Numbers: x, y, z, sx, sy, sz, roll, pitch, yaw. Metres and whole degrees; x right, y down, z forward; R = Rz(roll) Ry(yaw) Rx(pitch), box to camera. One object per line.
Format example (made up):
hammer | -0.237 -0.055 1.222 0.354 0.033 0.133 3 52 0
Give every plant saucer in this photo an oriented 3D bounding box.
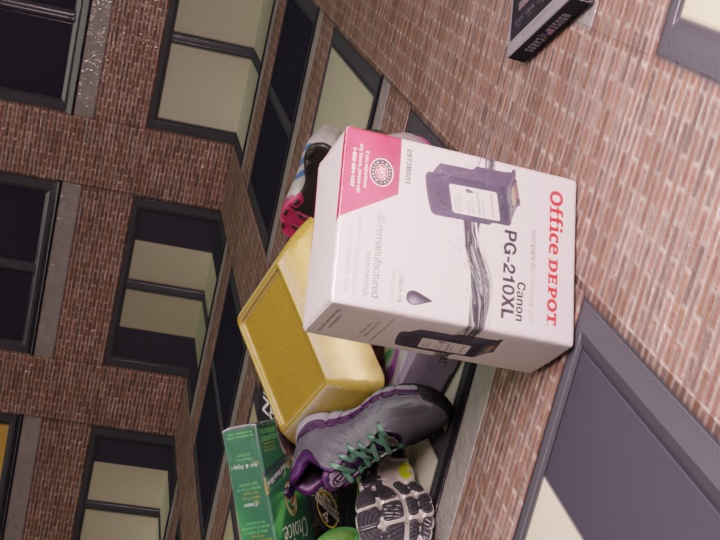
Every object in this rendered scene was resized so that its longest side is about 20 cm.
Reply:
plant saucer | -0.066 0.079 1.356 0.201 0.048 0.200 66 148 19

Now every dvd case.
dvd case | 0.173 -0.304 1.137 0.150 0.024 0.202 143 135 -72

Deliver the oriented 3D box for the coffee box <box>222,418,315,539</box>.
coffee box | -0.091 0.262 1.382 0.123 0.044 0.202 10 -111 -74

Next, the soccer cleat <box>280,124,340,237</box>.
soccer cleat | -0.070 -0.136 1.994 0.087 0.069 0.201 -71 4 -50

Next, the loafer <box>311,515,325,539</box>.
loafer | -0.075 0.305 1.550 0.072 0.063 0.200 -45 -13 -8

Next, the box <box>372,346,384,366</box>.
box | 0.000 0.007 1.493 0.100 0.094 0.202 152 126 -75

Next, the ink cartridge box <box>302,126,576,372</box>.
ink cartridge box | 0.065 -0.013 1.008 0.084 0.198 0.146 135 143 -63

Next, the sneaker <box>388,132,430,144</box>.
sneaker | 0.033 -0.108 1.348 0.089 0.081 0.200 -58 -14 5

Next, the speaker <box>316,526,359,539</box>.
speaker | -0.022 0.307 1.296 0.200 0.087 0.089 57 -139 -82

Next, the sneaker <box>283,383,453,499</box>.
sneaker | 0.008 0.176 1.259 0.199 0.074 0.088 -25 34 41

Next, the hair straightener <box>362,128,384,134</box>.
hair straightener | 0.009 -0.110 1.662 0.201 0.041 0.077 -94 19 -45

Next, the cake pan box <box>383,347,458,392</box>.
cake pan box | 0.072 0.014 1.289 0.201 0.052 0.185 113 160 -44

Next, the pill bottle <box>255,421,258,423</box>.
pill bottle | -0.091 0.235 1.682 0.200 0.115 0.117 133 145 -67

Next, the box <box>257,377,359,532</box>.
box | -0.050 0.193 1.462 0.200 0.049 0.163 37 129 47

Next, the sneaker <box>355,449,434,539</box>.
sneaker | 0.033 0.245 1.285 0.200 0.077 0.080 -100 3 -64
